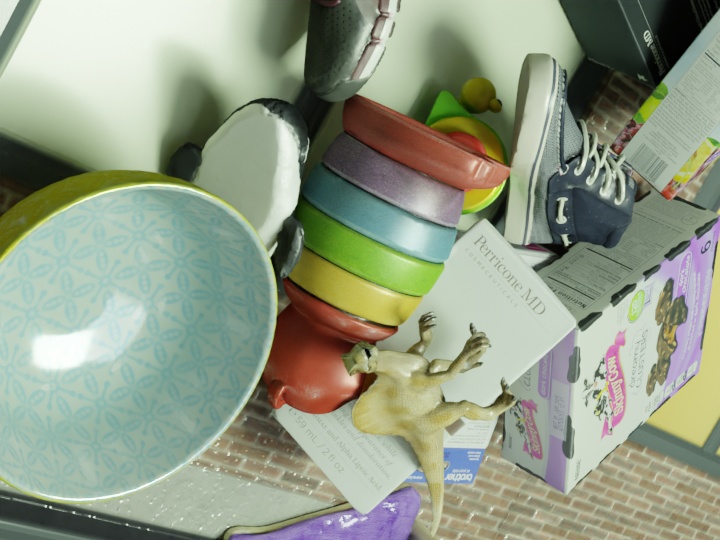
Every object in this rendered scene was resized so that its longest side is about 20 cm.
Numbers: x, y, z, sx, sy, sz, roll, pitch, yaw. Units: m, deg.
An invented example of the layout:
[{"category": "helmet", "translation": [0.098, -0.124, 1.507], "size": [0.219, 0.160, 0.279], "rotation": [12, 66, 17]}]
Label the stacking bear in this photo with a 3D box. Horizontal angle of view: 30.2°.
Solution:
[{"category": "stacking bear", "translation": [0.000, 0.000, 0.858], "size": [0.201, 0.113, 0.121], "rotation": [-65, 170, 8]}]

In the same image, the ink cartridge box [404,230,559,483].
[{"category": "ink cartridge box", "translation": [0.071, 0.069, 1.037], "size": [0.119, 0.042, 0.202], "rotation": [7, 106, -40]}]

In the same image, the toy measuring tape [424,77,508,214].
[{"category": "toy measuring tape", "translation": [0.055, -0.038, 0.936], "size": [0.073, 0.073, 0.201], "rotation": [21, 95, -43]}]

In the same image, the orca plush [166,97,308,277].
[{"category": "orca plush", "translation": [-0.067, -0.024, 0.852], "size": [0.071, 0.105, 0.202], "rotation": [-30, 134, -53]}]

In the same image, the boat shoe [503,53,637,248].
[{"category": "boat shoe", "translation": [0.152, -0.081, 0.937], "size": [0.200, 0.092, 0.075], "rotation": [84, 13, -65]}]

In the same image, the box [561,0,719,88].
[{"category": "box", "translation": [0.196, -0.252, 0.933], "size": [0.141, 0.079, 0.200], "rotation": [-47, 134, -11]}]

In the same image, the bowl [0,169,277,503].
[{"category": "bowl", "translation": [-0.159, 0.022, 0.781], "size": [0.199, 0.108, 0.202], "rotation": [-19, 125, -29]}]

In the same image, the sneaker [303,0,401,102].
[{"category": "sneaker", "translation": [-0.028, -0.209, 0.792], "size": [0.115, 0.075, 0.202], "rotation": [12, 96, -36]}]

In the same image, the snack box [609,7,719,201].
[{"category": "snack box", "translation": [0.289, -0.163, 0.971], "size": [0.168, 0.068, 0.201], "rotation": [-35, 163, -49]}]

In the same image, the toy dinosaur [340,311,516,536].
[{"category": "toy dinosaur", "translation": [0.044, 0.084, 0.862], "size": [0.101, 0.058, 0.201], "rotation": [-28, 136, -1]}]

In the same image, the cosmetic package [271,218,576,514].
[{"category": "cosmetic package", "translation": [0.045, 0.065, 0.935], "size": [0.200, 0.102, 0.074], "rotation": [-44, 177, 7]}]

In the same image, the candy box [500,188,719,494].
[{"category": "candy box", "translation": [0.202, 0.054, 1.078], "size": [0.199, 0.071, 0.169], "rotation": [-33, 136, -35]}]

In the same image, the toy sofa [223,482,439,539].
[{"category": "toy sofa", "translation": [-0.016, 0.243, 1.034], "size": [0.199, 0.083, 0.098], "rotation": [-8, 120, -35]}]
